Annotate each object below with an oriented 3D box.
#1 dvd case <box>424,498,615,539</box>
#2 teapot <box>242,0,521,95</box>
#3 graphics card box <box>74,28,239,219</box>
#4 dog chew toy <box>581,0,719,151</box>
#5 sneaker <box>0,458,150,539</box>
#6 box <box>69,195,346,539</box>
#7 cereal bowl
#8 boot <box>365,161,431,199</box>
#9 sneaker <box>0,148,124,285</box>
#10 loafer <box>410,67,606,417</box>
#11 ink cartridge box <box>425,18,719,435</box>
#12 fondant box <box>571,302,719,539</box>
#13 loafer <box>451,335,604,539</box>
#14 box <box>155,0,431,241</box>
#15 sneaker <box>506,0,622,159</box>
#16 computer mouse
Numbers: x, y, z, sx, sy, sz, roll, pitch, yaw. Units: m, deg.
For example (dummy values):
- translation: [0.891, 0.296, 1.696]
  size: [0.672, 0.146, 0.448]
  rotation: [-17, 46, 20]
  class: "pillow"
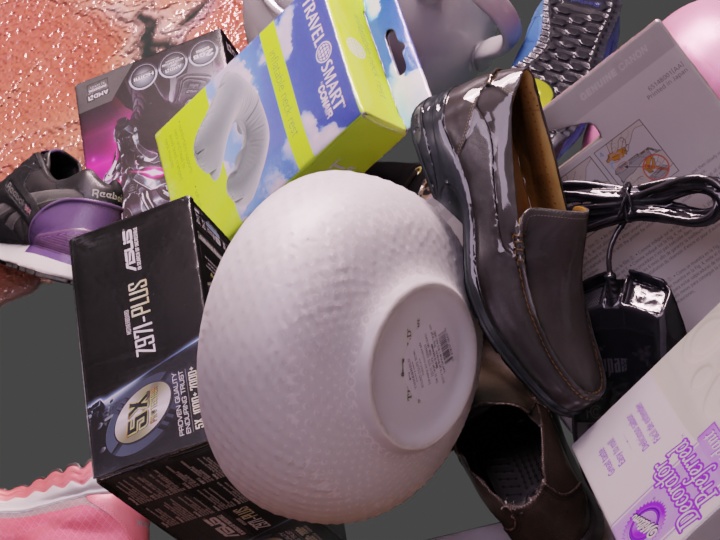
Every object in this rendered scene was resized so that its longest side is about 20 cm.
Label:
- translation: [0.075, 0.229, 1.105]
  size: [0.198, 0.025, 0.152]
  rotation: [-15, 60, 14]
  class: "dvd case"
- translation: [-0.001, -0.199, 1.277]
  size: [0.198, 0.146, 0.199]
  rotation: [-20, 60, 10]
  class: "teapot"
- translation: [-0.131, -0.065, 1.319]
  size: [0.124, 0.051, 0.202]
  rotation: [-19, 59, 13]
  class: "graphics card box"
- translation: [0.197, -0.074, 1.156]
  size: [0.200, 0.124, 0.125]
  rotation: [-46, 57, 10]
  class: "dog chew toy"
- translation: [-0.229, 0.189, 1.218]
  size: [0.198, 0.074, 0.088]
  rotation: [-17, 61, 13]
  class: "sneaker"
- translation: [-0.093, 0.078, 1.143]
  size: [0.085, 0.200, 0.165]
  rotation: [-19, 60, 13]
  class: "box"
- translation: [0.005, 0.047, 1.033]
  size: [0.083, 0.200, 0.201]
  rotation: [9, 67, 42]
  class: "cereal bowl"
- translation: [0.000, 0.000, 1.194]
  size: [0.150, 0.073, 0.201]
  rotation: [6, 58, 44]
  class: "boot"
- translation: [-0.228, -0.043, 1.305]
  size: [0.199, 0.075, 0.088]
  rotation: [14, 89, 46]
  class: "sneaker"
- translation: [0.096, -0.017, 1.034]
  size: [0.072, 0.073, 0.202]
  rotation: [-27, 84, 34]
  class: "loafer"
- translation: [0.157, -0.025, 1.098]
  size: [0.199, 0.045, 0.177]
  rotation: [-37, 92, 24]
  class: "ink cartridge box"
- translation: [0.212, 0.073, 0.950]
  size: [0.200, 0.058, 0.145]
  rotation: [-47, 21, 12]
  class: "fondant box"
- translation: [0.086, 0.093, 1.126]
  size: [0.073, 0.071, 0.200]
  rotation: [-35, 43, 2]
  class: "loafer"
- translation: [-0.047, -0.094, 1.196]
  size: [0.200, 0.047, 0.123]
  rotation: [-40, 50, 30]
  class: "box"
- translation: [0.122, -0.110, 1.197]
  size: [0.065, 0.079, 0.201]
  rotation: [19, 49, 11]
  class: "sneaker"
- translation: [0.181, 0.038, 1.058]
  size: [0.139, 0.046, 0.202]
  rotation: [-9, 95, 34]
  class: "computer mouse"
